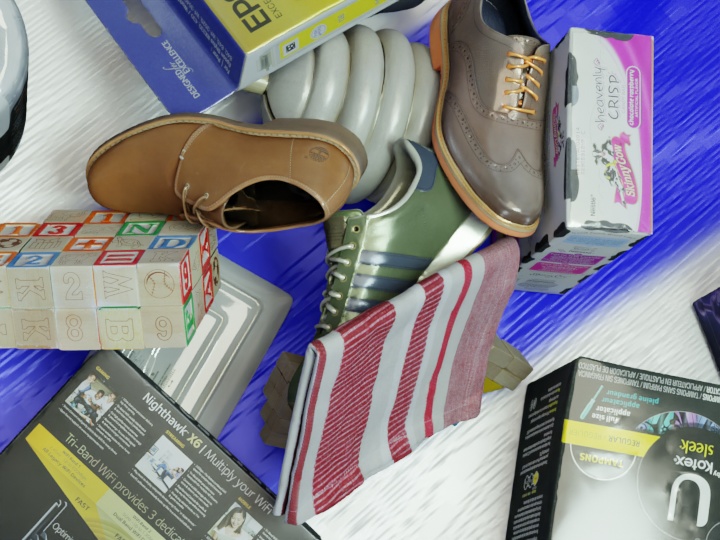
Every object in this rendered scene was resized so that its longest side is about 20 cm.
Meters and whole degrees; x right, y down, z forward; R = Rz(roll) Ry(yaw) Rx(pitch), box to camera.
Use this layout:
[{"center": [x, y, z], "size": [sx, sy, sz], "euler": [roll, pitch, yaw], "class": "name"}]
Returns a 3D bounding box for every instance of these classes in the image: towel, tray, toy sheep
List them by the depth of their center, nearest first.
[{"center": [0.026, 0.070, 1.221], "size": [0.023, 0.144, 0.200], "euler": [32, 38, 28], "class": "towel"}, {"center": [-0.137, 0.075, 1.321], "size": [0.107, 0.022, 0.200], "euler": [30, 75, -2], "class": "tray"}, {"center": [-0.001, -0.107, 1.329], "size": [0.200, 0.138, 0.138], "euler": [18, 75, -23], "class": "toy sheep"}]

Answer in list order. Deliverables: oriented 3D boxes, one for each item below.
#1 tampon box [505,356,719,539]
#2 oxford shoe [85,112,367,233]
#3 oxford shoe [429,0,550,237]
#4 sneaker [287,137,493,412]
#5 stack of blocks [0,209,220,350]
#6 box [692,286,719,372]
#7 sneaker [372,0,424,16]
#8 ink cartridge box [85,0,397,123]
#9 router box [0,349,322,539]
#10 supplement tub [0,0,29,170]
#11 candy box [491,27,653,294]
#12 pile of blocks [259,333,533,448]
[{"center": [0.185, 0.177, 1.303], "size": [0.150, 0.126, 0.200], "euler": [11, 77, -7], "class": "tampon box"}, {"center": [-0.099, -0.056, 1.238], "size": [0.200, 0.071, 0.071], "euler": [-2, 41, 26], "class": "oxford shoe"}, {"center": [0.091, -0.115, 1.257], "size": [0.071, 0.073, 0.200], "euler": [8, 54, -28], "class": "oxford shoe"}, {"center": [0.000, 0.000, 1.247], "size": [0.090, 0.067, 0.200], "euler": [44, 74, -16], "class": "sneaker"}, {"center": [-0.202, 0.004, 1.266], "size": [0.199, 0.115, 0.059], "euler": [-1, 110, 7], "class": "stack of blocks"}, {"center": [0.330, 0.055, 1.318], "size": [0.104, 0.200, 0.148], "euler": [-19, 81, -13], "class": "box"}, {"center": [-0.048, -0.197, 1.364], "size": [0.200, 0.078, 0.080], "euler": [7, 65, 2], "class": "sneaker"}, {"center": [-0.090, -0.222, 1.308], "size": [0.200, 0.047, 0.198], "euler": [-30, 63, -16], "class": "ink cartridge box"}, {"center": [-0.149, 0.170, 1.264], "size": [0.200, 0.052, 0.157], "euler": [43, 87, -2], "class": "router box"}, {"center": [-0.278, -0.119, 1.243], "size": [0.122, 0.200, 0.123], "euler": [2, 78, -10], "class": "supplement tub"}, {"center": [0.142, -0.069, 1.309], "size": [0.061, 0.200, 0.137], "euler": [4, 78, -9], "class": "candy box"}, {"center": [0.018, 0.077, 1.338], "size": [0.200, 0.082, 0.062], "euler": [-8, 37, -21], "class": "pile of blocks"}]
